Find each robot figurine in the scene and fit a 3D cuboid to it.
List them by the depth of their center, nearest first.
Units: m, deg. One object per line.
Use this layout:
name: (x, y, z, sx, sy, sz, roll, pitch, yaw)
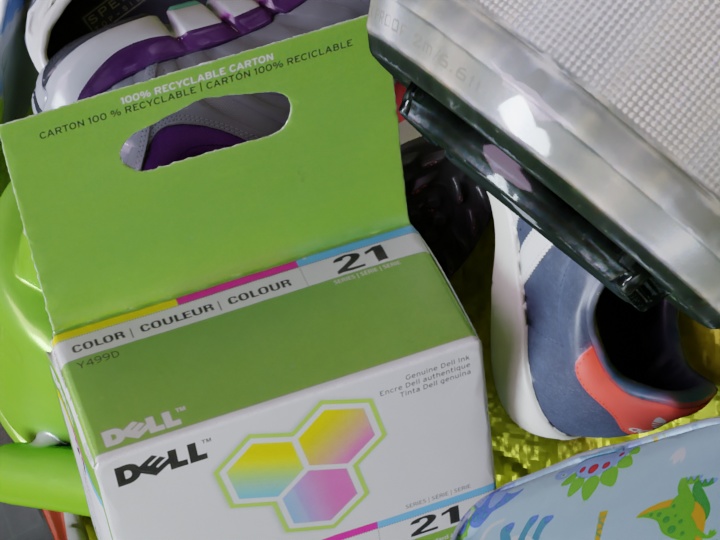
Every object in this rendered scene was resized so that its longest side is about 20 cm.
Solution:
robot figurine: (-0.100, 0.018, 0.940, 0.116, 0.176, 0.200, 24, 152, 2)

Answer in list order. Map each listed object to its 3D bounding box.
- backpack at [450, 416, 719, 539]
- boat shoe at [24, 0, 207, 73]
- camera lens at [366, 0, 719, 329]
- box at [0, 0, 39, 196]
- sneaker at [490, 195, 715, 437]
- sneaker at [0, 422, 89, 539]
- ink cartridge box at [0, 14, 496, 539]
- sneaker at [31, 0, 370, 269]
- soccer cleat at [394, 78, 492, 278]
backpack: (0.108, 0.155, 0.729, 0.183, 0.147, 0.200, -23, 49, 41)
boat shoe: (-0.049, -0.139, 0.883, 0.200, 0.065, 0.074, -45, 104, 5)
camera lens: (0.113, -0.095, 0.694, 0.160, 0.160, 0.200, 41, 93, 31)
box: (-0.150, -0.127, 0.944, 0.048, 0.122, 0.200, 18, 110, 4)
sneaker: (0.089, -0.037, 0.813, 0.084, 0.075, 0.200, -1, 105, 43)
sneaker: (-0.162, 0.132, 1.020, 0.200, 0.082, 0.077, -120, 16, -51)
ink cartridge box: (-0.036, 0.025, 0.803, 0.076, 0.148, 0.200, -118, 14, -46)
sneaker: (-0.019, -0.071, 0.854, 0.088, 0.200, 0.074, 62, 169, 14)
soccer cleat: (0.000, 0.000, 0.920, 0.073, 0.068, 0.200, -99, 26, -46)
